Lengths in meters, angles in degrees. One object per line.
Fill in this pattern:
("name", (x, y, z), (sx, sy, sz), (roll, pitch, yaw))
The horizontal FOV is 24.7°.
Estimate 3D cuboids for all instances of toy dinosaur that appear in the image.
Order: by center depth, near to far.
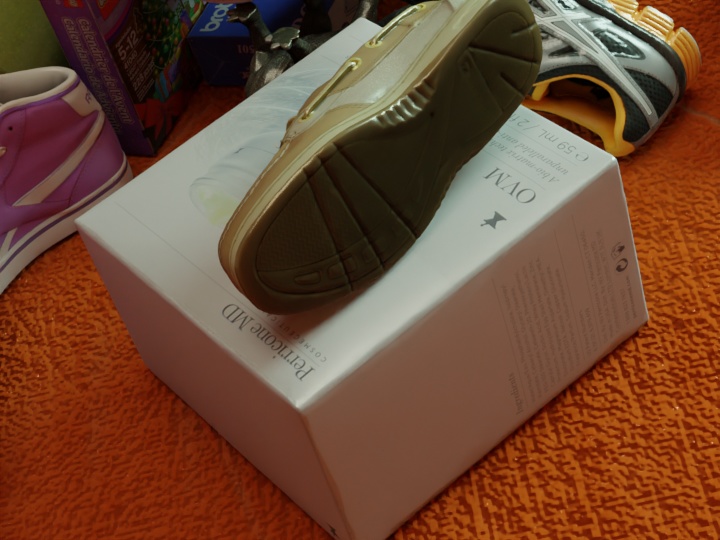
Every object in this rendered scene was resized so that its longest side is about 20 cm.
("toy dinosaur", (-0.021, -0.121, 0.992), (0.077, 0.102, 0.200), (21, 50, 36))

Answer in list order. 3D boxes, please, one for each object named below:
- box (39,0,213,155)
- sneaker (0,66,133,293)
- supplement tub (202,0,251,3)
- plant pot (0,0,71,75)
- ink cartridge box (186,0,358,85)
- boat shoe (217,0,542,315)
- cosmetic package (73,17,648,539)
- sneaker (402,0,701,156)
("box", (-0.127, -0.191, 1.060), (0.039, 0.137, 0.200), (6, 49, 25))
("sneaker", (-0.236, -0.046, 0.971), (0.073, 0.114, 0.200), (30, 63, 37))
("supplement tub", (-0.064, -0.269, 0.978), (0.140, 0.140, 0.200), (5, 49, 24))
("plant pot", (-0.239, -0.180, 1.076), (0.200, 0.200, 0.190), (0, 60, 19))
("ink cartridge box", (-0.031, -0.203, 1.106), (0.094, 0.044, 0.200), (5, 49, 26))
("boat shoe", (0.003, -0.056, 0.758), (0.066, 0.074, 0.200), (15, 50, 47))
("cosmetic package", (0.000, 0.000, 0.835), (0.200, 0.123, 0.199), (-39, 46, -18))
("sneaker", (0.092, -0.135, 0.936), (0.200, 0.078, 0.077), (26, 67, 7))
